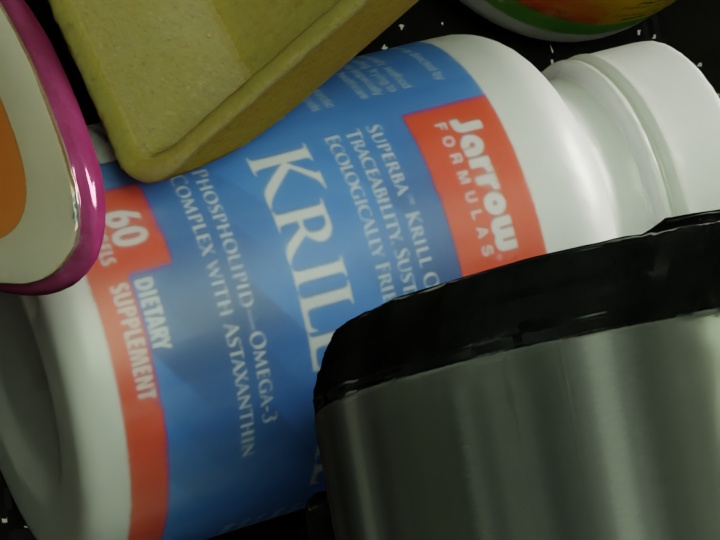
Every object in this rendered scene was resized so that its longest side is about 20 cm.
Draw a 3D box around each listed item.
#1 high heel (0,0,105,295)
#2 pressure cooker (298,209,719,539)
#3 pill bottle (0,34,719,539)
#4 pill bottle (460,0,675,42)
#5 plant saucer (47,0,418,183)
[{"bbox_3d":[-0.097,-0.047,0.711,0.096,0.200,0.068,22,101,-48],"label":"high heel"},{"bbox_3d":[0.084,0.096,0.631,0.175,0.179,0.201,-7,82,-20],"label":"pressure cooker"},{"bbox_3d":[0.000,0.000,0.758,0.199,0.112,0.113,-17,80,-21],"label":"pill bottle"},{"bbox_3d":[0.096,-0.145,0.775,0.110,0.200,0.112,8,71,-26],"label":"pill bottle"},{"bbox_3d":[-0.004,-0.142,0.727,0.200,0.048,0.201,-39,53,16],"label":"plant saucer"}]
